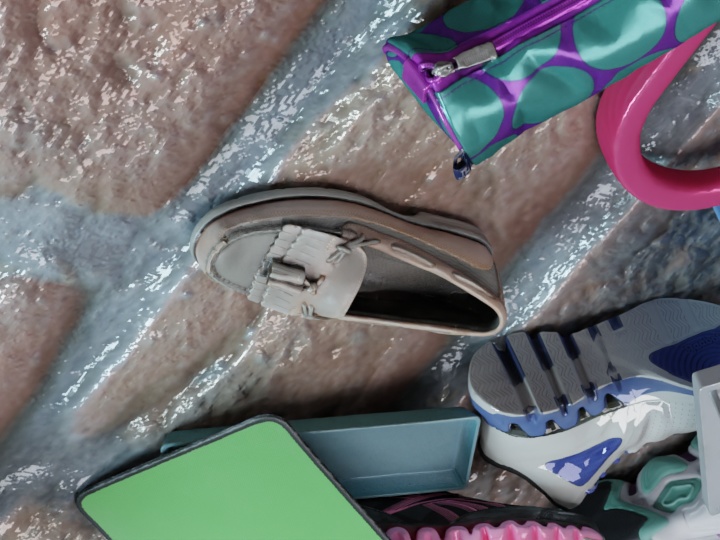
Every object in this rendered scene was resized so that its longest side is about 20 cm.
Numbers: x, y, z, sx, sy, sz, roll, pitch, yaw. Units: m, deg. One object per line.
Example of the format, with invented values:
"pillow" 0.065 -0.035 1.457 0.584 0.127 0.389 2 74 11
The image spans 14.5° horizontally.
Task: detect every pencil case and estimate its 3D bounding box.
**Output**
"pencil case" 0.116 -0.135 1.506 0.199 0.085 0.092 -31 169 5

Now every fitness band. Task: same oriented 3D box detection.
"fitness band" 0.221 -0.116 1.625 0.143 0.038 0.200 11 127 -36

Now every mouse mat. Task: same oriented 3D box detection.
"mouse mat" -0.059 0.176 1.733 0.160 0.008 0.200 -23 124 27

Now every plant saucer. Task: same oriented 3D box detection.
"plant saucer" -0.027 0.115 1.741 0.199 0.019 0.070 -4 137 -12

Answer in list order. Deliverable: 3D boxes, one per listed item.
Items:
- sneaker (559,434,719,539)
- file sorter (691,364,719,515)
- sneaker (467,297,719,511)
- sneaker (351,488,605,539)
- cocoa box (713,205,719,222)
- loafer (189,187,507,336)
"sneaker" 0.237 0.177 1.937 0.199 0.078 0.140 -18 143 5
"file sorter" 0.310 0.117 1.655 0.199 0.125 0.139 -16 142 -2
"sneaker" 0.157 0.088 1.795 0.198 0.081 0.115 -7 142 -12
"sneaker" 0.056 0.163 1.795 0.199 0.096 0.079 0 128 -10
"cocoa box" 0.323 0.016 1.750 0.131 0.134 0.200 -30 141 9
"loafer" 0.000 0.000 1.612 0.199 0.063 0.072 6 131 -33
